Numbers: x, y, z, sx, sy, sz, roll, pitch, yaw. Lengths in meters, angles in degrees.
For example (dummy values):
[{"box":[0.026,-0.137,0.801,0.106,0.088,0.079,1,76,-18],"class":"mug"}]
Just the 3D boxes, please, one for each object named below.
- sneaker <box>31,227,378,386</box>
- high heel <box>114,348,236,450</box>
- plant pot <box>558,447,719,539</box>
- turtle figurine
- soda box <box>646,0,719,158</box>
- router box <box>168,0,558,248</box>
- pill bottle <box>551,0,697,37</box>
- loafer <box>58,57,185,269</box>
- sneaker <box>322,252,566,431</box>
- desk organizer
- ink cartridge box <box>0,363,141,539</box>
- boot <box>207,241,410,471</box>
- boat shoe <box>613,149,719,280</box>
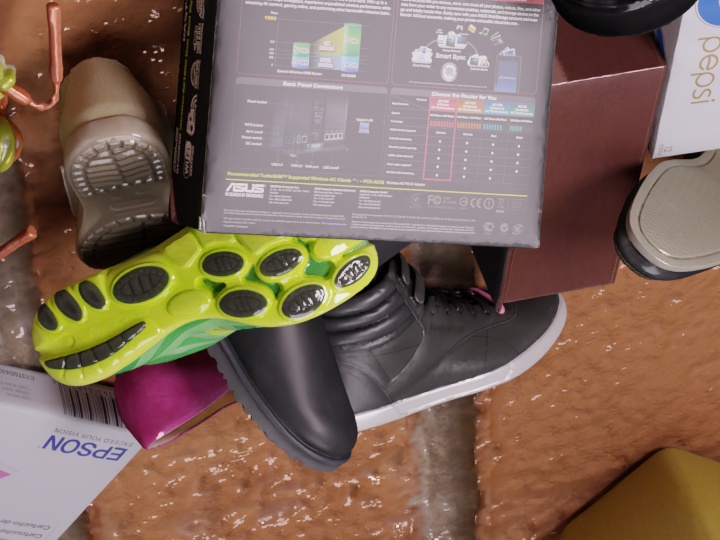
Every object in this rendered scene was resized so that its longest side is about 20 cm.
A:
[{"box":[-0.086,0.006,1.651,0.200,0.074,0.084,-17,-177,14],"class":"sneaker"},{"box":[-0.056,0.072,1.809,0.200,0.096,0.067,7,137,-29],"class":"high heel"},{"box":[0.241,0.241,2.062,0.195,0.200,0.194,20,130,-39],"class":"plant pot"},{"box":[-0.240,-0.069,1.576,0.161,0.064,0.200,-9,142,-33],"class":"turtle figurine"},{"box":[0.194,-0.153,1.641,0.064,0.068,0.200,-9,143,-12],"class":"soda box"},{"box":[0.002,-0.093,1.572,0.200,0.062,0.150,3,97,-21],"class":"router box"},{"box":[0.116,-0.215,1.475,0.112,0.112,0.200,-19,136,3],"class":"pill bottle"},{"box":[-0.128,-0.057,1.640,0.075,0.068,0.200,-6,159,-4],"class":"loafer"},{"box":[0.043,0.023,1.807,0.200,0.071,0.099,-21,119,-28],"class":"sneaker"},{"box":[0.115,-0.070,1.716,0.077,0.072,0.200,-10,143,-14],"class":"desk organizer"},{"box":[-0.263,0.130,1.849,0.196,0.043,0.200,13,133,-35],"class":"ink cartridge box"},{"box":[-0.001,-0.001,1.698,0.200,0.165,0.066,-39,178,26],"class":"boot"},{"box":[0.191,-0.029,1.724,0.068,0.072,0.200,-46,176,29],"class":"boat shoe"}]
